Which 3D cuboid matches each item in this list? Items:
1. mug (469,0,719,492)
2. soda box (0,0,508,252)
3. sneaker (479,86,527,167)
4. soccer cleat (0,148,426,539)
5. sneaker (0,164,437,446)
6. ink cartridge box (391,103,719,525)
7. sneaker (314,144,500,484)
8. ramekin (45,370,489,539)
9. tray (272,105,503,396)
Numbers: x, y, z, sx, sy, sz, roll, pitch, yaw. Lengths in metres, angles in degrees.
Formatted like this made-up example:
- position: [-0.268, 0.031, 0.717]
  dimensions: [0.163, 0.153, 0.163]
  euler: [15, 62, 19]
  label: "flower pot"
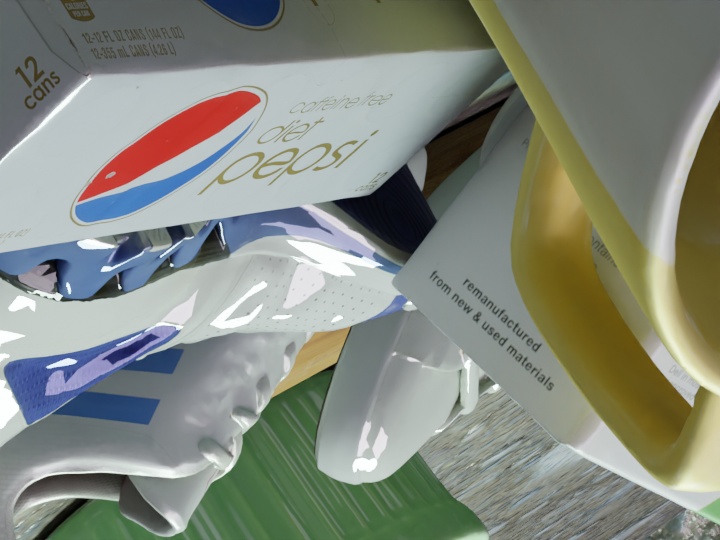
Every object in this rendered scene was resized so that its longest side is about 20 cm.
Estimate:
- position: [0.076, -0.061, 0.604]
  dimensions: [0.187, 0.153, 0.149]
  euler: [-48, 138, 13]
  label: "mug"
- position: [-0.041, -0.054, 0.632]
  dimensions: [0.068, 0.064, 0.200]
  euler: [-40, 166, 27]
  label: "soda box"
- position: [0.120, -0.075, 0.875]
  dimensions: [0.200, 0.074, 0.118]
  euler: [-33, -169, -3]
  label: "sneaker"
- position: [-0.052, 0.030, 0.864]
  dimensions: [0.199, 0.087, 0.070]
  euler: [-31, 167, -13]
  label: "soccer cleat"
- position: [-0.071, -0.006, 0.730]
  dimensions: [0.115, 0.081, 0.199]
  euler: [-36, 161, 28]
  label: "sneaker"
- position: [0.127, -0.033, 0.749]
  dimensions: [0.200, 0.084, 0.146]
  euler: [-53, 142, 7]
  label: "ink cartridge box"
- position: [0.065, 0.001, 0.912]
  dimensions: [0.200, 0.084, 0.073]
  euler: [-51, 160, -24]
  label: "sneaker"
- position: [-0.052, 0.130, 1.212]
  dimensions: [0.199, 0.098, 0.200]
  euler: [-32, 168, -8]
  label: "ramekin"
- position: [0.000, 0.000, 0.998]
  dimensions: [0.199, 0.037, 0.099]
  euler: [-29, 167, -24]
  label: "tray"
